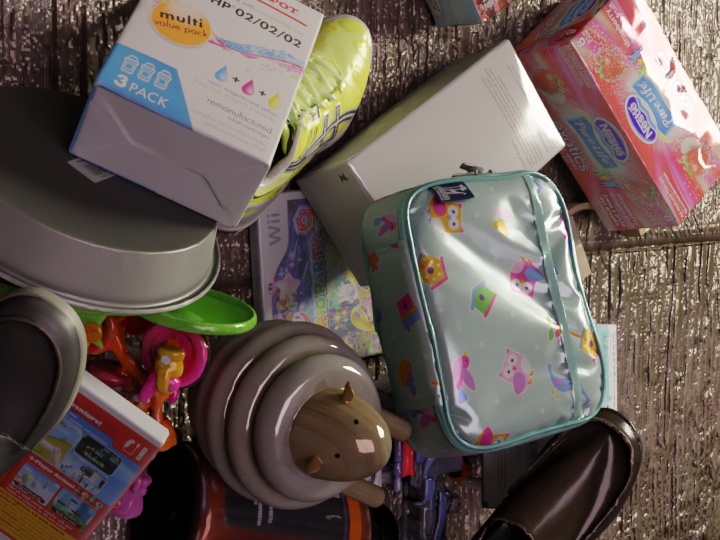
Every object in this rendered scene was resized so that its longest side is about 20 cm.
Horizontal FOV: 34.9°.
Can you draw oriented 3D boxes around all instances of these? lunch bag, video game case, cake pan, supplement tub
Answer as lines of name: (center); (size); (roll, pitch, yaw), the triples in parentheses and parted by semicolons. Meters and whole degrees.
lunch bag: (0.092, 0.024, 0.820); (0.159, 0.077, 0.202); (-8, 84, -29)
video game case: (-0.228, 0.128, 0.698); (0.143, 0.017, 0.200); (37, 111, -8)
cake pan: (-0.173, -0.051, 0.710); (0.199, 0.201, 0.037); (9, 124, -36)
video game case: (0.000, 0.000, 0.944); (0.199, 0.018, 0.145); (-9, 101, -34)
supplement tub: (-0.065, 0.197, 0.866); (0.199, 0.107, 0.108); (20, 84, -36)

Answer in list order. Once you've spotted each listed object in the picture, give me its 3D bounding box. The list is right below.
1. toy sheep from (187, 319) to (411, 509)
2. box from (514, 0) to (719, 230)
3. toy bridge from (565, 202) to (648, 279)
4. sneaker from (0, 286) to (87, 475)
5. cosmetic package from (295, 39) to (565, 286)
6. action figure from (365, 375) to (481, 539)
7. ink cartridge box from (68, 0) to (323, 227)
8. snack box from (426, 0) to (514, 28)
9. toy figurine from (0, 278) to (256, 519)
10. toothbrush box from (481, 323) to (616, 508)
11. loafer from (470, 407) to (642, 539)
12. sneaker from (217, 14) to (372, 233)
toy sheep: (-0.051, 0.097, 0.782); (0.137, 0.199, 0.139); (-6, 100, -39)
box: (0.233, -0.144, 1.031); (0.103, 0.094, 0.201); (-44, 110, -24)
toy bridge: (0.193, -0.023, 1.074); (0.199, 0.027, 0.068); (-32, 111, -29)
sneaker: (-0.224, 0.103, 0.620); (0.075, 0.106, 0.200); (37, 111, -9)
cosmetic package: (0.060, -0.087, 0.917); (0.200, 0.085, 0.108); (-38, 105, -30)
action figure: (0.041, 0.151, 0.903); (0.193, 0.104, 0.202); (7, 89, -55)
ink cartridge box: (-0.097, -0.138, 0.751); (0.114, 0.068, 0.201); (25, 46, -11)
snack box: (0.117, -0.326, 0.958); (0.200, 0.067, 0.170); (-39, 116, -27)
toy figurine: (-0.177, 0.091, 0.747); (0.150, 0.198, 0.186); (-34, 138, -72)
toothbrush box: (0.165, 0.118, 0.970); (0.200, 0.085, 0.148); (12, 78, -70)
loafer: (0.132, 0.186, 0.827); (0.201, 0.073, 0.071); (-52, 165, 1)
sneaker: (-0.047, -0.112, 0.851); (0.075, 0.076, 0.201); (36, 71, -10)
